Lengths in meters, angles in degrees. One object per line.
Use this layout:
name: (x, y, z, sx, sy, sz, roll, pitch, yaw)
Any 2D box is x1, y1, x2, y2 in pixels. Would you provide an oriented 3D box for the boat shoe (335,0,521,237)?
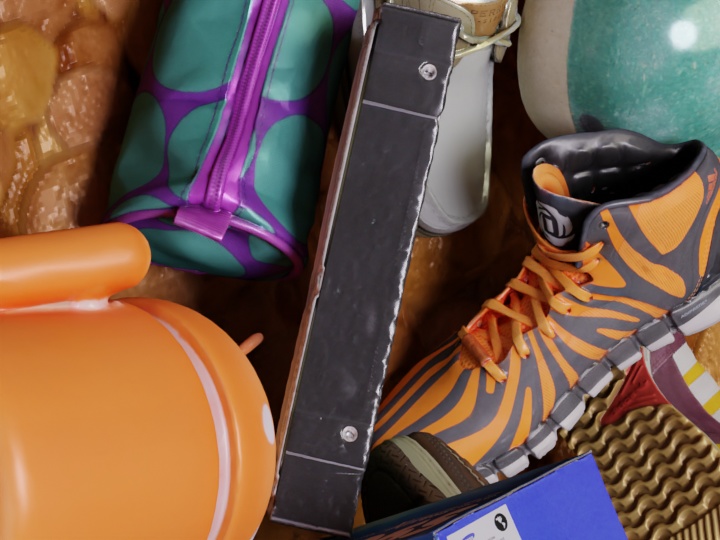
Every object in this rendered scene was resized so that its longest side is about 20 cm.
boat shoe: (0.030, -0.111, 1.145, 0.075, 0.068, 0.201, -25, 108, -47)

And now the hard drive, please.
hard drive: (0.000, 0.000, 1.050, 0.140, 0.038, 0.201, -88, -170, -90)

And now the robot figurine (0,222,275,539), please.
robot figurine: (-0.111, 0.067, 0.949, 0.200, 0.117, 0.144, -6, 68, -47)

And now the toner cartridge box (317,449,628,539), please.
toner cartridge box: (-0.002, 0.123, 1.001, 0.095, 0.200, 0.043, -19, 87, -46)

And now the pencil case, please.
pencil case: (-0.041, -0.096, 1.049, 0.085, 0.092, 0.201, 14, 75, -6)

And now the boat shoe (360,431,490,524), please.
boat shoe: (0.077, 0.148, 1.075, 0.075, 0.075, 0.203, -23, 72, -33)

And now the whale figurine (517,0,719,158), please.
whale figurine: (0.148, -0.082, 1.196, 0.159, 0.104, 0.200, -60, 143, -28)

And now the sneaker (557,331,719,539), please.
sneaker: (0.134, 0.070, 1.196, 0.090, 0.075, 0.200, 37, 24, -44)

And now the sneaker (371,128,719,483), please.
sneaker: (0.073, 0.007, 1.126, 0.200, 0.078, 0.112, -37, 139, -7)
